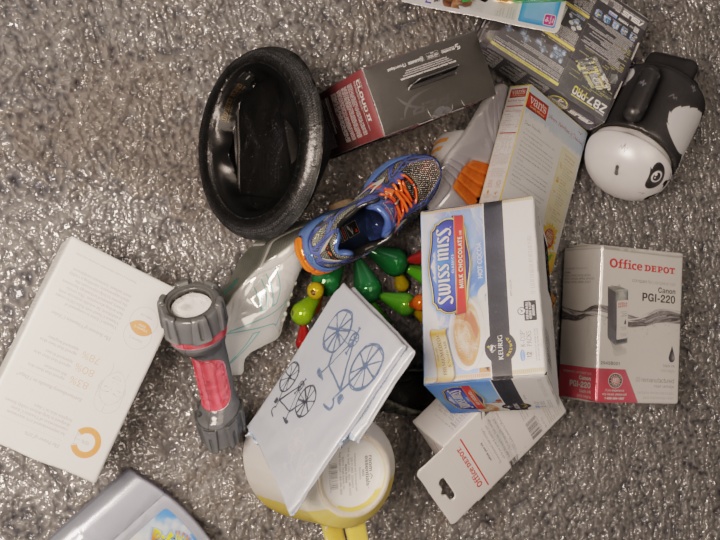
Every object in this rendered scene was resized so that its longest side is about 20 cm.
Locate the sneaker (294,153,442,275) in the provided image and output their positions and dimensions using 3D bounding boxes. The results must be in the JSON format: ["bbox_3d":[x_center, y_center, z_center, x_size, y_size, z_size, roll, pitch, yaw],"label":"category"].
[{"bbox_3d":[0.022,-0.061,0.938,0.199,0.078,0.076,-41,108,-23],"label":"sneaker"}]

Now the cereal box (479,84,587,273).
[{"bbox_3d":[0.217,-0.113,1.094,0.143,0.039,0.204,26,77,-42],"label":"cereal box"}]

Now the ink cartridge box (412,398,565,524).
[{"bbox_3d":[0.142,0.189,1.034,0.199,0.068,0.117,-42,125,-12],"label":"ink cartridge box"}]

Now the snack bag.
[{"bbox_3d":[-0.037,0.125,0.865,0.021,0.188,0.202,32,94,-27],"label":"snack bag"}]

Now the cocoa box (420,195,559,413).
[{"bbox_3d":[0.142,0.042,0.949,0.129,0.134,0.204,-7,66,17],"label":"cocoa box"}]

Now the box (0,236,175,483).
[{"bbox_3d":[-0.281,0.086,0.858,0.123,0.097,0.203,28,77,-21],"label":"box"}]

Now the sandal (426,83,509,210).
[{"bbox_3d":[0.127,-0.145,1.068,0.208,0.059,0.080,-57,131,-24],"label":"sandal"}]

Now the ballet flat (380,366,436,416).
[{"bbox_3d":[0.071,0.146,1.032,0.197,0.057,0.068,4,87,-28],"label":"ballet flat"}]

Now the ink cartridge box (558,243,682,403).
[{"bbox_3d":[0.346,0.071,1.144,0.143,0.085,0.204,4,85,-24],"label":"ink cartridge box"}]

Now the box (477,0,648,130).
[{"bbox_3d":[0.259,-0.304,1.118,0.198,0.049,0.163,28,76,-10],"label":"box"}]

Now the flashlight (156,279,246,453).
[{"bbox_3d":[-0.156,0.105,0.875,0.067,0.068,0.203,-20,131,-21],"label":"flashlight"}]

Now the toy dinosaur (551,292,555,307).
[{"bbox_3d":[0.210,0.068,1.109,0.106,0.061,0.200,-39,107,10],"label":"toy dinosaur"}]

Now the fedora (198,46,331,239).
[{"bbox_3d":[-0.088,-0.134,0.936,0.091,0.198,0.205,1,88,-53],"label":"fedora"}]

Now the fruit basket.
[{"bbox_3d":[0.165,-0.392,1.044,0.196,0.094,0.188,16,77,7],"label":"fruit basket"}]

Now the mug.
[{"bbox_3d":[-0.024,0.220,0.939,0.187,0.153,0.150,45,72,-16],"label":"mug"}]

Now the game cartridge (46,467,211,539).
[{"bbox_3d":[-0.221,0.318,0.914,0.133,0.040,0.201,-41,105,-23],"label":"game cartridge"}]

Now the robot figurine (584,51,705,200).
[{"bbox_3d":[0.380,-0.190,1.143,0.149,0.124,0.202,36,75,-19],"label":"robot figurine"}]

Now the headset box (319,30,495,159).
[{"bbox_3d":[0.043,-0.192,0.953,0.147,0.199,0.076,-23,98,-21],"label":"headset box"}]

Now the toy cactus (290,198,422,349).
[{"bbox_3d":[0.000,0.000,0.997,0.197,0.102,0.168,-17,86,-14],"label":"toy cactus"}]

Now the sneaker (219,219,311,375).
[{"bbox_3d":[-0.110,0.028,0.959,0.201,0.070,0.080,-49,120,-13],"label":"sneaker"}]
